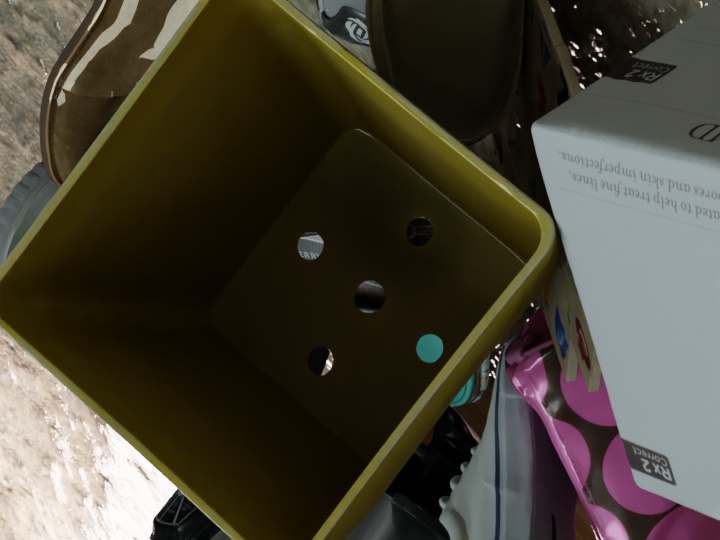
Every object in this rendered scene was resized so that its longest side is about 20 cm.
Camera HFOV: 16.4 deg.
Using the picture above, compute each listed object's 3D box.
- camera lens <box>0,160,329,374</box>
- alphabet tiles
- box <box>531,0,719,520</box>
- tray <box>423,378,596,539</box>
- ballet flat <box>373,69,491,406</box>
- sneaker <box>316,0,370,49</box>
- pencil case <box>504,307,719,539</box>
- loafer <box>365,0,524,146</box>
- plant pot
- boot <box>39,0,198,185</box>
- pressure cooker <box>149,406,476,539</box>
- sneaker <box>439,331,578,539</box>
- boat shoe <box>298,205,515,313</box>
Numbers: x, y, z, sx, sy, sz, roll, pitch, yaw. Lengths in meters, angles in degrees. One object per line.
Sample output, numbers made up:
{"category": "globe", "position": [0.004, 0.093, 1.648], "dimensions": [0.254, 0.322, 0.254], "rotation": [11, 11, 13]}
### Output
{"category": "camera lens", "position": [-0.126, 0.018, 1.594], "dimensions": [0.200, 0.160, 0.161], "rotation": [30, 144, 43]}
{"category": "alphabet tiles", "position": [0.091, -0.049, 1.208], "dimensions": [0.168, 0.007, 0.201], "rotation": [91, 167, -49]}
{"category": "box", "position": [0.202, 0.009, 1.053], "dimensions": [0.198, 0.130, 0.201], "rotation": [19, 136, 51]}
{"category": "tray", "position": [0.081, 0.121, 1.496], "dimensions": [0.200, 0.037, 0.099], "rotation": [46, 152, 19]}
{"category": "ballet flat", "position": [0.033, -0.025, 1.378], "dimensions": [0.072, 0.072, 0.201], "rotation": [-1, 119, 60]}
{"category": "sneaker", "position": [-0.021, -0.182, 1.289], "dimensions": [0.200, 0.075, 0.116], "rotation": [51, 156, 10]}
{"category": "pencil case", "position": [0.143, 0.104, 1.302], "dimensions": [0.201, 0.093, 0.091], "rotation": [63, 168, -10]}
{"category": "loafer", "position": [0.040, -0.143, 1.173], "dimensions": [0.068, 0.075, 0.201], "rotation": [-101, 6, -62]}
{"category": "plant pot", "position": [-0.020, 0.005, 1.193], "dimensions": [0.200, 0.200, 0.176], "rotation": [40, -172, 16]}
{"category": "boot", "position": [-0.135, -0.120, 1.505], "dimensions": [0.075, 0.074, 0.201], "rotation": [37, 124, 17]}
{"category": "pressure cooker", "position": [-0.014, 0.155, 1.444], "dimensions": [0.175, 0.200, 0.179], "rotation": [32, 172, 26]}
{"category": "sneaker", "position": [0.075, 0.115, 1.333], "dimensions": [0.070, 0.201, 0.073], "rotation": [-20, 129, 27]}
{"category": "boat shoe", "position": [0.000, 0.000, 1.329], "dimensions": [0.199, 0.057, 0.067], "rotation": [3, 122, 44]}
